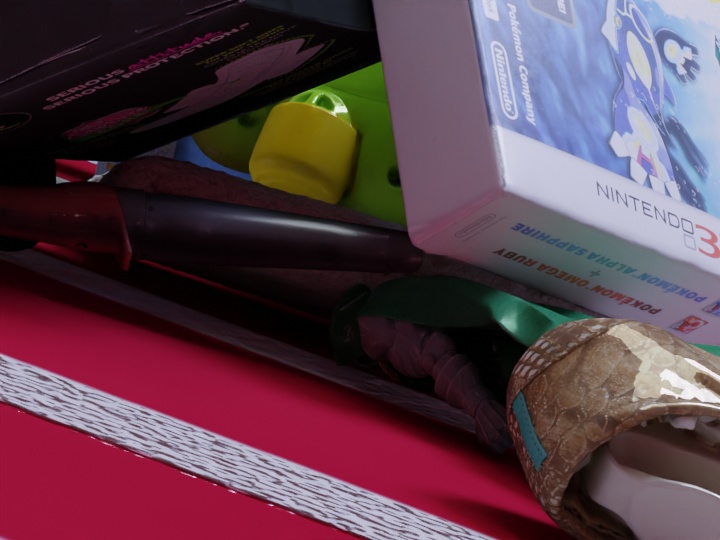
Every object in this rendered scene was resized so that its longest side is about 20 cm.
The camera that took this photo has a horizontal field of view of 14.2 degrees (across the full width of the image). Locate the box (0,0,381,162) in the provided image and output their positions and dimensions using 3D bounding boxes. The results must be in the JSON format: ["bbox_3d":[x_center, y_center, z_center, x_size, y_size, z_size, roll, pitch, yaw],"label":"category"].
[{"bbox_3d":[-0.080,-0.122,0.900,0.124,0.149,0.200,-20,-4,15],"label":"box"}]

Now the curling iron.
[{"bbox_3d":[-0.077,-0.013,0.874,0.200,0.026,0.050,9,1,-17],"label":"curling iron"}]

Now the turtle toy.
[{"bbox_3d":[0.019,-0.066,1.094,0.200,0.146,0.101,13,-27,23],"label":"turtle toy"}]

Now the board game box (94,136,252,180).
[{"bbox_3d":[-0.027,-0.108,1.251,0.043,0.199,0.200,13,1,30],"label":"board game box"}]

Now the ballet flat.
[{"bbox_3d":[0.131,0.072,0.750,0.200,0.071,0.065,16,32,-3],"label":"ballet flat"}]

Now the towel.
[{"bbox_3d":[0.000,0.000,1.015,0.200,0.035,0.133,18,-6,-10],"label":"towel"}]

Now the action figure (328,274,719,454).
[{"bbox_3d":[0.063,0.033,0.884,0.118,0.055,0.200,12,1,-45],"label":"action figure"}]

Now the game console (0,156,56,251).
[{"bbox_3d":[-0.156,-0.132,0.925,0.176,0.116,0.200,18,47,-29],"label":"game console"}]

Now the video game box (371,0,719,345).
[{"bbox_3d":[0.077,-0.079,0.962,0.047,0.200,0.182,-28,-32,33],"label":"video game box"}]
